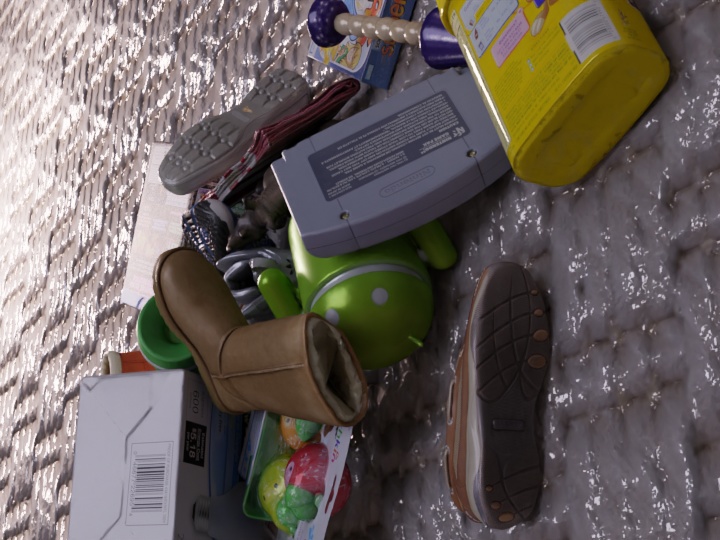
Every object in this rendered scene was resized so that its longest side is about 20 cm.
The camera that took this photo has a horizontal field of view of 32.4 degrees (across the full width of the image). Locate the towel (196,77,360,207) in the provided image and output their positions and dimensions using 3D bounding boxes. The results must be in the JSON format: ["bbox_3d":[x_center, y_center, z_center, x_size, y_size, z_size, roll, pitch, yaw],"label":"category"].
[{"bbox_3d":[-0.093,-0.120,1.284,0.023,0.144,0.200,52,142,1],"label":"towel"}]

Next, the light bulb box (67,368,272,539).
[{"bbox_3d":[-0.178,0.215,1.216,0.123,0.200,0.202,-5,73,24],"label":"light bulb box"}]

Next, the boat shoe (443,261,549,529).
[{"bbox_3d":[0.096,0.094,0.955,0.071,0.075,0.203,-11,69,59],"label":"boat shoe"}]

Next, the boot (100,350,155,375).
[{"bbox_3d":[-0.248,0.185,1.364,0.075,0.106,0.203,-24,61,51],"label":"boot"}]

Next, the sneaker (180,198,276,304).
[{"bbox_3d":[-0.134,-0.030,1.295,0.076,0.077,0.200,51,167,16],"label":"sneaker"}]

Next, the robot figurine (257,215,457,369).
[{"bbox_3d":[0.000,0.000,1.100,0.174,0.116,0.202,-26,52,15],"label":"robot figurine"}]

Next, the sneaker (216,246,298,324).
[{"bbox_3d":[-0.104,0.027,1.256,0.199,0.114,0.076,-36,61,47],"label":"sneaker"}]

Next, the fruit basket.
[{"bbox_3d":[-0.053,0.175,1.127,0.200,0.092,0.188,-148,71,-78],"label":"fruit basket"}]

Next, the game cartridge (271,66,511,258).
[{"bbox_3d":[0.029,-0.090,1.052,0.198,0.042,0.134,-25,49,1],"label":"game cartridge"}]

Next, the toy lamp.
[{"bbox_3d":[0.035,-0.220,1.144,0.199,0.058,0.059,18,95,45],"label":"toy lamp"}]

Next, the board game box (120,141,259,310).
[{"bbox_3d":[-0.193,-0.041,1.453,0.159,0.096,0.203,13,91,59],"label":"board game box"}]

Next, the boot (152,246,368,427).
[{"bbox_3d":[-0.088,0.051,1.068,0.199,0.066,0.177,-8,114,57],"label":"boot"}]

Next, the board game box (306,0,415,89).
[{"bbox_3d":[0.016,-0.297,1.254,0.135,0.034,0.203,36,111,57],"label":"board game box"}]

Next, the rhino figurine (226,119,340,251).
[{"bbox_3d":[-0.069,-0.081,1.216,0.200,0.060,0.087,-46,7,-35],"label":"rhino figurine"}]

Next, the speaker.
[{"bbox_3d":[-0.173,0.082,1.269,0.200,0.087,0.090,82,-172,-72],"label":"speaker"}]

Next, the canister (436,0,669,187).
[{"bbox_3d":[0.143,-0.184,0.957,0.149,0.086,0.202,-51,42,36],"label":"canister"}]

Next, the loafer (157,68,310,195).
[{"bbox_3d":[-0.129,-0.136,1.316,0.070,0.199,0.070,36,152,32],"label":"loafer"}]
